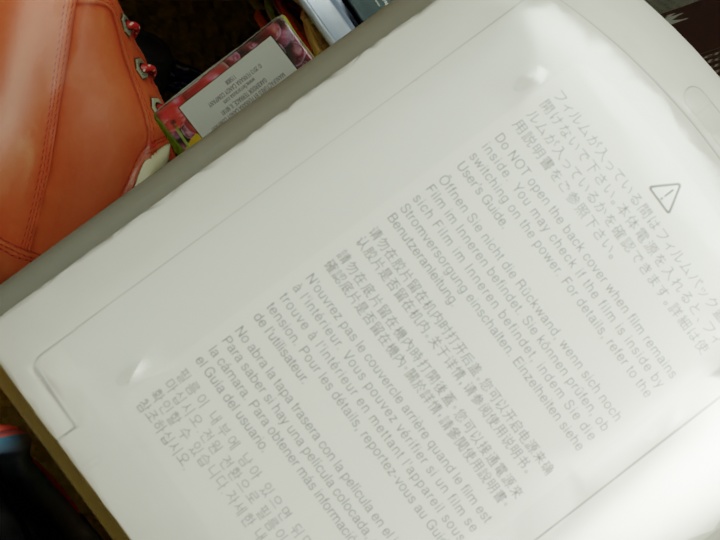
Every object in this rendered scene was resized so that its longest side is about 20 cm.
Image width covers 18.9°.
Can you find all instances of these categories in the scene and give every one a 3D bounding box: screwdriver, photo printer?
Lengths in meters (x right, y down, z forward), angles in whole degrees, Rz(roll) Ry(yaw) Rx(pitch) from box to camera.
[{"bbox_3d":[-0.040,-0.060,0.809,0.199,0.028,0.029,19,86,-26],"label":"screwdriver"},{"bbox_3d":[0.023,0.021,0.562,0.200,0.069,0.167,-37,91,-8],"label":"photo printer"}]

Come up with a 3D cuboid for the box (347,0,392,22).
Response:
[{"bbox_3d":[0.034,-0.129,0.850,0.200,0.046,0.159,57,23,4],"label":"box"}]

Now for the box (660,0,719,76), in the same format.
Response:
[{"bbox_3d":[0.198,-0.006,0.761,0.164,0.165,0.201,-84,155,-76],"label":"box"}]

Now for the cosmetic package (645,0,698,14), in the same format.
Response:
[{"bbox_3d":[0.181,-0.174,0.915,0.074,0.200,0.102,29,52,-19],"label":"cosmetic package"}]

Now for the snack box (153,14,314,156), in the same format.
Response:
[{"bbox_3d":[0.000,0.000,0.700,0.053,0.200,0.142,-37,90,-2],"label":"snack box"}]

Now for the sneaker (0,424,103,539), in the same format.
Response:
[{"bbox_3d":[-0.071,0.129,0.548,0.075,0.084,0.200,-30,89,-39],"label":"sneaker"}]

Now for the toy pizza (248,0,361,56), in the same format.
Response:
[{"bbox_3d":[-0.040,-0.119,0.777,0.200,0.032,0.200,55,5,-8],"label":"toy pizza"}]

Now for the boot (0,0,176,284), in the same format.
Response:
[{"bbox_3d":[-0.105,-0.080,0.731,0.107,0.075,0.201,21,74,-28],"label":"boot"}]
